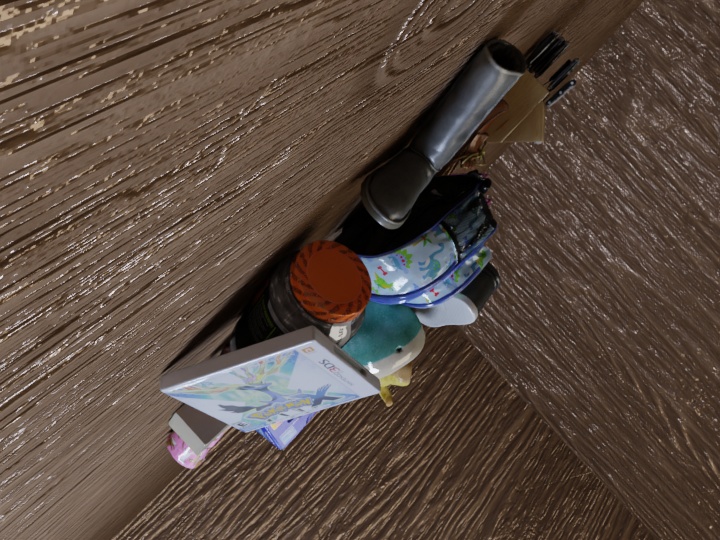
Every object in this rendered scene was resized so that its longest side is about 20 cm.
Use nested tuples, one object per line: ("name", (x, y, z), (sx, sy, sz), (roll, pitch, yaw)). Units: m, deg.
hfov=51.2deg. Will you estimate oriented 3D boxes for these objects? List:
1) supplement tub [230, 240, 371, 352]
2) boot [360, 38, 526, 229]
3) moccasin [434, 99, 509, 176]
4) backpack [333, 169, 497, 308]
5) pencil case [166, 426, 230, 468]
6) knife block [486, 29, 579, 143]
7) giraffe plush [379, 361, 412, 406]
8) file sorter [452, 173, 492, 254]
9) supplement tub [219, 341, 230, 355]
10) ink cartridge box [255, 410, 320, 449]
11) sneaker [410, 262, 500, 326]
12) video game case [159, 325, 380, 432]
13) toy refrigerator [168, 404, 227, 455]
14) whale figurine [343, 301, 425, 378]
("supplement tub", (-0.071, 0.057, 0.901), (0.122, 0.123, 0.200), (-41, 175, -41))
("boot", (0.095, -0.153, 0.840), (0.200, 0.072, 0.183), (-39, -166, 38))
("moccasin", (0.152, -0.177, 1.145), (0.201, 0.078, 0.074), (-46, 176, 14))
("backpack", (0.077, -0.033, 1.058), (0.199, 0.148, 0.182), (-37, -154, -26))
("pencil case", (-0.272, 0.276, 1.405), (0.200, 0.083, 0.086), (-46, 175, 10))
("knife block", (0.248, -0.293, 1.205), (0.197, 0.178, 0.064), (1, -171, 15))
("giraffe plush", (-0.003, 0.145, 1.371), (0.201, 0.160, 0.174), (112, -18, -48))
("file sorter", (0.158, -0.062, 1.301), (0.124, 0.203, 0.139), (2, -163, 22))
("supplement tub", (-0.130, 0.122, 1.087), (0.200, 0.107, 0.107), (-43, 176, -35))
("ink cartridge box", (-0.128, 0.184, 1.179), (0.136, 0.077, 0.199), (-44, -139, -21))
("sneaker", (0.138, 0.029, 1.146), (0.099, 0.071, 0.199), (-42, -162, -23))
("video game case", (-0.099, 0.134, 0.878), (0.198, 0.022, 0.182), (-19, 147, 18))
("toy refrigerator", (-0.229, 0.218, 1.296), (0.200, 0.076, 0.070), (-43, 176, -37))
("whale figurine", (0.012, 0.090, 1.149), (0.158, 0.105, 0.200), (-31, -163, -15))
